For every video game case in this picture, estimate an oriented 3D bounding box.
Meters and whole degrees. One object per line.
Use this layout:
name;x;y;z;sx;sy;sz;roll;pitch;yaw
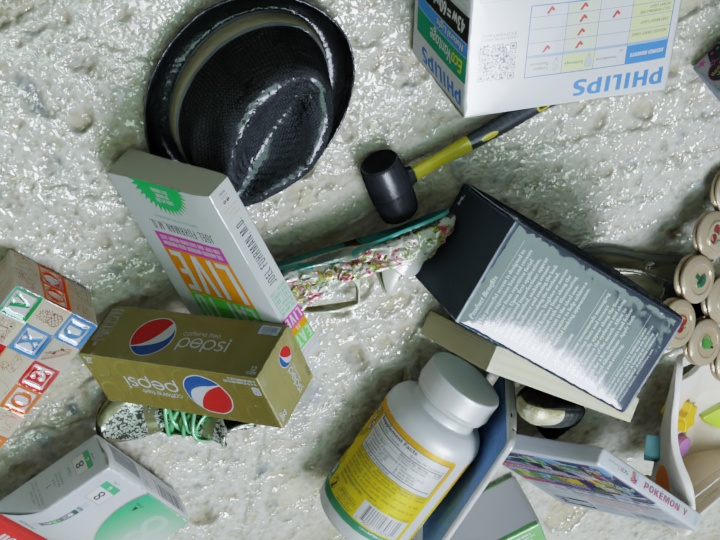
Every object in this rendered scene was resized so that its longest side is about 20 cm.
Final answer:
video game case;0.238;0.223;1.424;0.182;0.199;0.023;34;71;-33

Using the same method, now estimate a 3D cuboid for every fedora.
fedora;-0.084;-0.126;1.103;0.199;0.092;0.202;-10;126;-14

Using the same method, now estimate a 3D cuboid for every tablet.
tablet;0.113;0.211;1.389;0.014;0.131;0.201;23;121;-9

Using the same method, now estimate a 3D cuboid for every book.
book;-0.122;-0.012;1.143;0.048;0.133;0.201;-49;133;-25

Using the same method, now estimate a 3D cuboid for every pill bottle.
pill bottle;0.053;0.187;1.367;0.112;0.113;0.201;22;114;-32

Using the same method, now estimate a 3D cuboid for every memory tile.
memory tile;0.385;0.007;1.375;0.153;0.017;0.201;31;79;-35

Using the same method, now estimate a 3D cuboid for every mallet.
mallet;0.096;-0.107;1.228;0.199;0.041;0.066;-23;128;-10

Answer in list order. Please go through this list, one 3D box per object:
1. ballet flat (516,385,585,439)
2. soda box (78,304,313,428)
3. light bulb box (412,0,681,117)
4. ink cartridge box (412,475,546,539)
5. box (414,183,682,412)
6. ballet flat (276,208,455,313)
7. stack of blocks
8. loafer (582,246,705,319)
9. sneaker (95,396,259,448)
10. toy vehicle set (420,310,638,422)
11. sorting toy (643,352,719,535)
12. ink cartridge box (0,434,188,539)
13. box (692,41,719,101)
ballet flat;0.200;0.154;1.379;0.057;0.066;0.200;-66;161;1
soda box;-0.147;0.083;1.171;0.198;0.064;0.068;5;137;31
light bulb box;0.156;-0.253;1.089;0.196;0.125;0.201;-10;127;-16
ink cartridge box;0.155;0.357;1.546;0.144;0.084;0.201;-26;130;-2
box;0.172;0.023;1.239;0.199;0.148;0.108;29;98;-19
ballet flat;0.000;0.000;1.235;0.198;0.076;0.064;-18;98;1
stack of blocks;-0.339;0.081;1.170;0.115;0.059;0.200;31;109;-35
loafer;0.282;0.022;1.369;0.198;0.070;0.076;-4;125;-19
sneaker;-0.154;0.133;1.261;0.198;0.089;0.077;-15;127;-9
toy vehicle set;0.172;0.097;1.343;0.199;0.124;0.027;21;94;-31
sorting toy;0.383;0.165;1.491;0.199;0.106;0.182;-23;119;-42
ink cartridge box;-0.291;0.259;1.301;0.199;0.050;0.161;-36;144;2
box;0.438;-0.160;1.274;0.132;0.115;0.200;-44;126;13
